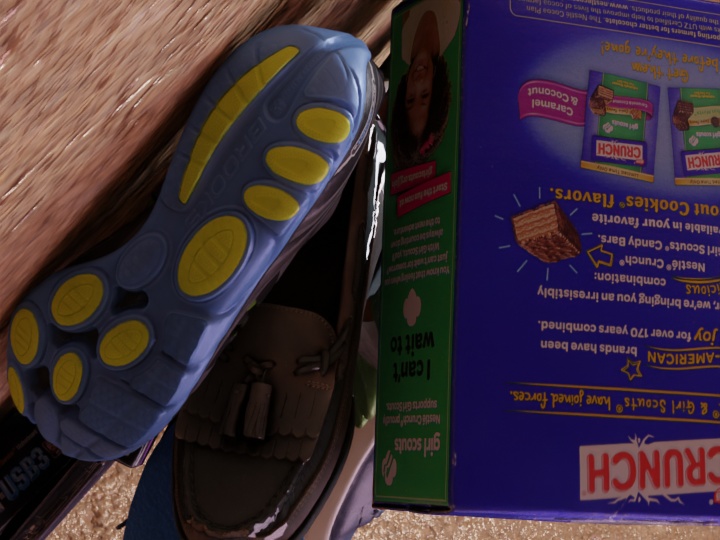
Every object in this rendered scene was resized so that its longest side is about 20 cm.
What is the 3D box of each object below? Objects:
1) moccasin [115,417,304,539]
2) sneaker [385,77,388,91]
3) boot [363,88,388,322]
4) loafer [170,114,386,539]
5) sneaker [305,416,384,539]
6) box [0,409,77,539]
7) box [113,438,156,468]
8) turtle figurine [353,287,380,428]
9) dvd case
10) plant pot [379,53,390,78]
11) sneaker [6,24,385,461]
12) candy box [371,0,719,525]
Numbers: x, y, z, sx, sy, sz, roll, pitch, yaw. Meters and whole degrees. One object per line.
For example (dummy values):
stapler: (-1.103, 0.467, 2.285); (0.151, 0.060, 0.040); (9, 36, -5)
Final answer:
moccasin: (-0.040, 0.069, 0.714); (0.201, 0.080, 0.068); (-64, 171, -9)
sneaker: (-0.033, -0.034, 0.991); (0.200, 0.083, 0.081); (-47, -179, 0)
boot: (0.000, 0.000, 0.861); (0.189, 0.068, 0.200); (-60, -178, 37)
loafer: (-0.030, 0.015, 0.630); (0.063, 0.071, 0.201); (81, 22, -52)
sneaker: (0.041, 0.082, 0.857); (0.201, 0.084, 0.075); (-61, 180, 10)
box: (-0.242, 0.165, 0.916); (0.200, 0.050, 0.199); (-46, -178, 27)
box: (-0.084, 0.019, 0.743); (0.200, 0.036, 0.144); (130, -15, -80)
turtle figurine: (0.097, 0.049, 0.755); (0.192, 0.202, 0.144); (-6, -171, -21)
dvd case: (-0.162, 0.123, 0.939); (0.149, 0.016, 0.200); (-49, -178, 17)
plant pot: (0.082, -0.103, 1.063); (0.191, 0.199, 0.200); (-59, 175, 27)
sneaker: (-0.056, -0.005, 0.590); (0.200, 0.071, 0.083); (-49, 169, 22)
candy box: (0.097, -0.003, 0.640); (0.077, 0.167, 0.202); (161, -67, -67)
